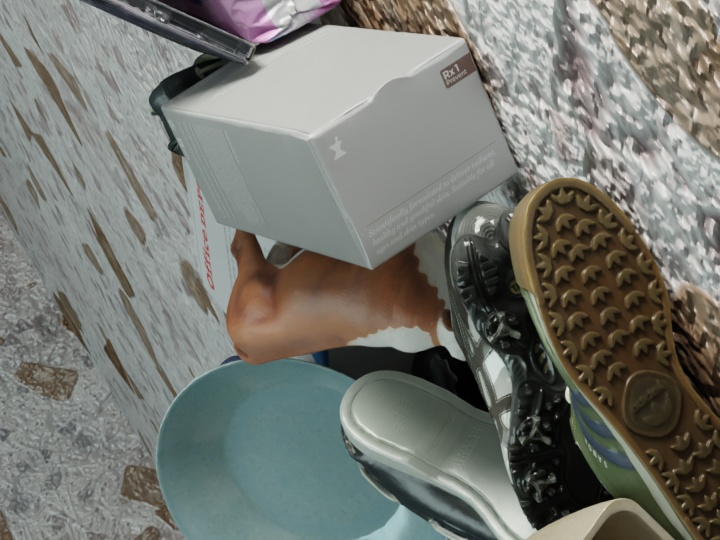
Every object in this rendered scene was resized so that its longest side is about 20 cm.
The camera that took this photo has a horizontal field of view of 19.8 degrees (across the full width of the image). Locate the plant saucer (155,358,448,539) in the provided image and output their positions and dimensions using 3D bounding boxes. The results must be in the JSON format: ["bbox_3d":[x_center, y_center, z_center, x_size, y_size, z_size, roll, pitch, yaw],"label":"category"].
[{"bbox_3d":[-0.033,0.132,1.325,0.202,0.199,0.039,67,-152,-24],"label":"plant saucer"}]

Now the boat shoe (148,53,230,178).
[{"bbox_3d":[-0.082,-0.112,1.295,0.061,0.075,0.200,53,-170,-5],"label":"boat shoe"}]

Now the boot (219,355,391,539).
[{"bbox_3d":[-0.029,0.135,1.407,0.200,0.073,0.090,40,-151,-2],"label":"boot"}]

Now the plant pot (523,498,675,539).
[{"bbox_3d":[0.101,0.248,1.027,0.200,0.200,0.177,43,163,-13],"label":"plant pot"}]

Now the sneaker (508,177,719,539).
[{"bbox_3d":[0.119,0.053,0.990,0.201,0.067,0.090,59,162,-5],"label":"sneaker"}]

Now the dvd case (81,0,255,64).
[{"bbox_3d":[-0.146,-0.159,1.204,0.148,0.016,0.200,23,-177,-15],"label":"dvd case"}]

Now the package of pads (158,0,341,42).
[{"bbox_3d":[-0.090,-0.210,1.223,0.200,0.075,0.121,32,146,64],"label":"package of pads"}]

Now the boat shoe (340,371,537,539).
[{"bbox_3d":[0.078,0.125,1.182,0.199,0.076,0.061,33,155,25],"label":"boat shoe"}]

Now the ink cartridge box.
[{"bbox_3d":[-0.038,-0.002,1.396,0.200,0.085,0.147,50,154,44],"label":"ink cartridge box"}]

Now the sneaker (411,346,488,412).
[{"bbox_3d":[0.079,0.117,1.299,0.104,0.060,0.201,47,158,60],"label":"sneaker"}]

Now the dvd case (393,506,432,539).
[{"bbox_3d":[0.066,0.188,1.432,0.146,0.022,0.200,53,-174,36],"label":"dvd case"}]

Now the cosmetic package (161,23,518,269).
[{"bbox_3d":[-0.016,-0.073,1.118,0.200,0.106,0.091,24,142,60],"label":"cosmetic package"}]

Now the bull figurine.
[{"bbox_3d":[0.000,0.000,1.214,0.065,0.199,0.123,25,-119,-51],"label":"bull figurine"}]

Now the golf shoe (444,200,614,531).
[{"bbox_3d":[0.095,0.051,1.098,0.095,0.077,0.202,-125,17,-69],"label":"golf shoe"}]
